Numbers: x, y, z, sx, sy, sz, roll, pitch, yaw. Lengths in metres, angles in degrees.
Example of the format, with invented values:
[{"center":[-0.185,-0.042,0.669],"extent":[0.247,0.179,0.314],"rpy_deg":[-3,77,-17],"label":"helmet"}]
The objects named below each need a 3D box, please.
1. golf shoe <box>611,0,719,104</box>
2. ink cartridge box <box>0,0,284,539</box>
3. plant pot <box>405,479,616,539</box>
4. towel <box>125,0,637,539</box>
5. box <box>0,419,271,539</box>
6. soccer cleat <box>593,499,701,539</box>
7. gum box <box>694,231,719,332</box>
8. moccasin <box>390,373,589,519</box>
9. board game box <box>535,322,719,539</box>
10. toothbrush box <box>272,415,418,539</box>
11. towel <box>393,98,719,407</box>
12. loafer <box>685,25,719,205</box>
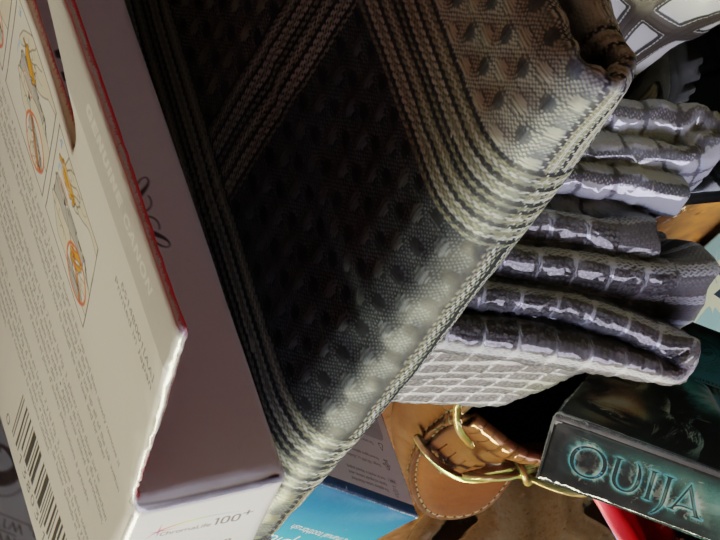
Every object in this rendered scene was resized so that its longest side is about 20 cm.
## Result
[{"center":[0.067,-0.094,0.899],"extent":[0.094,0.078,0.200],"rpy_deg":[-10,152,-18],"label":"golf shoe"},{"center":[-0.068,-0.029,0.741],"extent":[0.045,0.200,0.176],"rpy_deg":[-10,154,-20],"label":"ink cartridge box"},{"center":[0.079,0.198,1.394],"extent":[0.200,0.201,0.184],"rpy_deg":[-15,143,-9],"label":"plant pot"},{"center":[-0.008,-0.061,0.756],"extent":[0.035,0.200,0.193],"rpy_deg":[4,140,-30],"label":"towel"},{"center":[-0.160,0.160,0.956],"extent":[0.199,0.200,0.171],"rpy_deg":[25,137,-20],"label":"box"},{"center":[0.150,0.128,1.116],"extent":[0.067,0.200,0.076],"rpy_deg":[-33,-174,42],"label":"soccer cleat"},{"center":[0.189,0.056,1.177],"extent":[0.045,0.170,0.200],"rpy_deg":[-4,151,-41],"label":"gum box"},{"center":[0.067,0.051,1.189],"extent":[0.074,0.078,0.201],"rpy_deg":[-5,151,-28],"label":"moccasin"},{"center":[0.173,0.074,1.022],"extent":[0.135,0.200,0.028],"rpy_deg":[-38,145,-66],"label":"board game box"},{"center":[-0.105,0.089,1.135],"extent":[0.200,0.085,0.146],"rpy_deg":[-28,153,21],"label":"toothbrush box"},{"center":[0.000,0.000,0.948],"extent":[0.200,0.086,0.166],"rpy_deg":[6,165,-19],"label":"towel"},{"center":[0.157,-0.056,1.050],"extent":[0.200,0.073,0.072],"rpy_deg":[-13,159,-12],"label":"loafer"}]
